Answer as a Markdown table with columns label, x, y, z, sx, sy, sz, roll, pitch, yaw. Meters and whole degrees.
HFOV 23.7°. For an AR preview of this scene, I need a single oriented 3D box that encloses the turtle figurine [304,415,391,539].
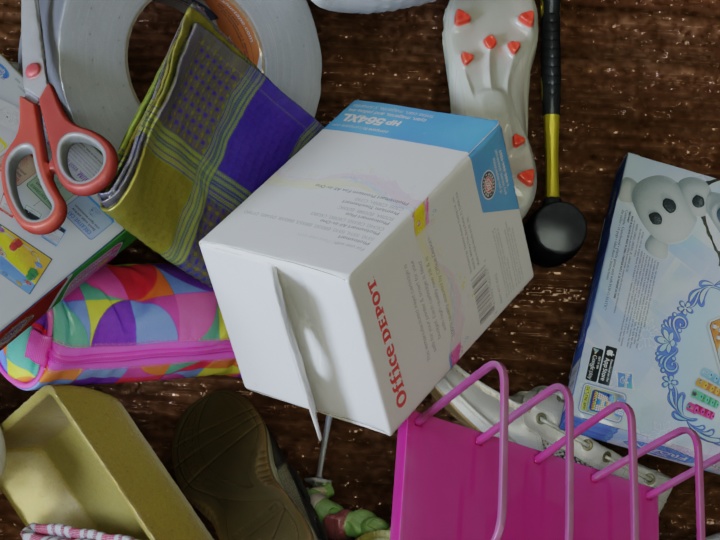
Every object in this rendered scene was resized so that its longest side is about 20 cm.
| label | x | y | z | sx | sy | sz | roll | pitch | yaw |
| --- | --- | --- | --- | --- | --- | --- | --- | --- | --- |
| turtle figurine | 0.016 | 0.208 | 1.199 | 0.144 | 0.200 | 0.194 | 23 | 114 | -28 |

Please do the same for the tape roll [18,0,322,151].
| label | x | y | z | sx | sy | sz | roll | pitch | yaw |
| --- | --- | --- | --- | --- | --- | --- | --- | --- | --- |
| tape roll | -0.125 | -0.136 | 1.156 | 0.200 | 0.066 | 0.201 | 1 | 89 | -34 |

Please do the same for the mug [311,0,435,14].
| label | x | y | z | sx | sy | sz | roll | pitch | yaw |
| --- | --- | --- | --- | --- | --- | --- | --- | --- | --- |
| mug | 0.022 | -0.267 | 1.166 | 0.175 | 0.148 | 0.200 | -27 | 49 | -13 |

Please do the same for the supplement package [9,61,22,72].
| label | x | y | z | sx | sy | sz | roll | pitch | yaw |
| --- | --- | --- | --- | --- | --- | --- | --- | --- | --- |
| supplement package | -0.284 | -0.042 | 1.157 | 0.117 | 0.117 | 0.201 | 4 | 89 | -39 |

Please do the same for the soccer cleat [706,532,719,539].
| label | x | y | z | sx | sy | sz | roll | pitch | yaw |
| --- | --- | --- | --- | --- | --- | --- | --- | --- | --- |
| soccer cleat | 0.218 | 0.222 | 1.193 | 0.199 | 0.085 | 0.069 | -5 | 92 | 1 |

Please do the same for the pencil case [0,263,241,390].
| label | x | y | z | sx | sy | sz | roll | pitch | yaw |
| --- | --- | --- | --- | --- | --- | --- | --- | --- | --- |
| pencil case | -0.144 | 0.035 | 1.145 | 0.200 | 0.088 | 0.089 | -1 | 89 | -38 |

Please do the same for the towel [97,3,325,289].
| label | x | y | z | sx | sy | sz | roll | pitch | yaw |
| --- | --- | --- | --- | --- | --- | --- | --- | --- | --- |
| towel | -0.083 | -0.063 | 1.102 | 0.023 | 0.200 | 0.144 | 12 | 72 | 36 |

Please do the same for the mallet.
| label | x | y | z | sx | sy | sz | roll | pitch | yaw |
| --- | --- | --- | --- | --- | --- | --- | --- | --- | --- |
| mallet | 0.136 | -0.103 | 1.205 | 0.041 | 0.066 | 0.201 | 0 | 89 | -3 |

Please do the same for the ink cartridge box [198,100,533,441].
| label | x | y | z | sx | sy | sz | roll | pitch | yaw |
| --- | --- | --- | --- | --- | --- | --- | --- | --- | --- |
| ink cartridge box | 0.000 | 0.000 | 1.108 | 0.200 | 0.125 | 0.129 | -44 | 133 | -36 |

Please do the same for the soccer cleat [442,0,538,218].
| label | x | y | z | sx | sy | sz | roll | pitch | yaw |
| --- | --- | --- | --- | --- | --- | --- | --- | --- | --- |
| soccer cleat | 0.090 | -0.123 | 1.208 | 0.069 | 0.078 | 0.201 | 1 | 70 | -6 |

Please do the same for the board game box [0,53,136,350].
| label | x | y | z | sx | sy | sz | roll | pitch | yaw |
| --- | --- | --- | --- | --- | --- | --- | --- | --- | --- |
| board game box | -0.247 | -0.027 | 1.036 | 0.153 | 0.040 | 0.200 | 45 | 57 | 4 |

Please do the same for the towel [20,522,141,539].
| label | x | y | z | sx | sy | sz | roll | pitch | yaw |
| --- | --- | --- | --- | --- | --- | --- | --- | --- | --- |
| towel | -0.154 | 0.238 | 1.132 | 0.030 | 0.200 | 0.147 | -33 | 105 | -31 |

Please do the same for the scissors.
| label | x | y | z | sx | sy | sz | roll | pitch | yaw |
| --- | --- | --- | --- | --- | --- | --- | --- | --- | --- |
| scissors | -0.205 | -0.110 | 1.055 | 0.073 | 0.014 | 0.200 | -31 | 60 | 7 |

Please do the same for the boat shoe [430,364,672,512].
| label | x | y | z | sx | sy | sz | roll | pitch | yaw |
| --- | --- | --- | --- | --- | --- | --- | --- | --- | --- |
| boat shoe | 0.132 | 0.111 | 1.205 | 0.200 | 0.071 | 0.069 | 36 | 89 | -9 |

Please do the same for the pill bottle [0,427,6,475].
| label | x | y | z | sx | sy | sz | roll | pitch | yaw |
| --- | --- | --- | --- | --- | --- | --- | --- | --- | --- |
| pill bottle | -0.339 | 0.160 | 1.156 | 0.113 | 0.113 | 0.200 | 46 | 112 | 0 |

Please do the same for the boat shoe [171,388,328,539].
| label | x | y | z | sx | sy | sz | roll | pitch | yaw |
| --- | --- | --- | --- | --- | --- | --- | --- | --- | --- |
| boat shoe | -0.073 | 0.158 | 1.161 | 0.073 | 0.200 | 0.065 | -31 | 129 | 0 |

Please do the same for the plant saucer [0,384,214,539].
| label | x | y | z | sx | sy | sz | roll | pitch | yaw |
| --- | --- | --- | --- | --- | --- | --- | --- | --- | --- |
| plant saucer | -0.164 | 0.170 | 1.158 | 0.048 | 0.200 | 0.200 | -33 | 90 | -31 |

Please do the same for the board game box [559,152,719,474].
| label | x | y | z | sx | sy | sz | roll | pitch | yaw |
| --- | --- | --- | --- | --- | --- | --- | --- | --- | --- |
| board game box | 0.255 | 0.040 | 1.187 | 0.198 | 0.043 | 0.200 | 16 | 70 | 0 |

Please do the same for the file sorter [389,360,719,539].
| label | x | y | z | sx | sy | sz | roll | pitch | yaw |
| --- | --- | --- | --- | --- | --- | --- | --- | --- | --- |
| file sorter | 0.135 | 0.157 | 1.068 | 0.200 | 0.125 | 0.139 | 19 | 56 | -22 |
